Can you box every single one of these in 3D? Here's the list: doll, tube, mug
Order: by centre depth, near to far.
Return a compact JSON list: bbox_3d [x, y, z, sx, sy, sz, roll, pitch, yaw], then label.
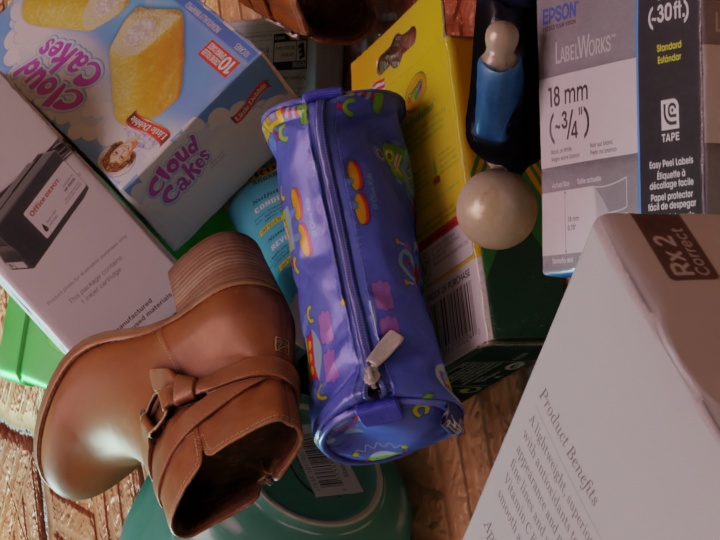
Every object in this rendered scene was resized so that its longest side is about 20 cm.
[{"bbox_3d":[0.077,-0.107,1.265,0.136,0.048,0.200,44,-131,-70],"label":"doll"},{"bbox_3d":[-0.061,0.135,1.460,0.114,0.185,0.152,-60,1,42],"label":"mug"},{"bbox_3d":[-0.039,-0.026,1.477,0.200,0.077,0.050,-116,8,-56],"label":"tube"}]

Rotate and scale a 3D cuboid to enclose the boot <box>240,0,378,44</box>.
[{"bbox_3d":[-0.087,-0.195,1.476,0.155,0.200,0.074,43,112,32],"label":"boot"}]

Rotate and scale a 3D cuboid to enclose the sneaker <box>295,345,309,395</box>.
[{"bbox_3d":[-0.046,0.073,1.557,0.091,0.076,0.200,46,148,23],"label":"sneaker"}]

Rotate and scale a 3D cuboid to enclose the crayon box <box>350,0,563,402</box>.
[{"bbox_3d":[0.049,-0.040,1.377,0.127,0.051,0.200,145,122,-61],"label":"crayon box"}]

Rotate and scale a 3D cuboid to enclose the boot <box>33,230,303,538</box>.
[{"bbox_3d":[-0.105,0.090,1.365,0.200,0.074,0.155,-52,34,27],"label":"boot"}]

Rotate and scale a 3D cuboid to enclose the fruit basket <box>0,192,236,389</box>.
[{"bbox_3d":[-0.170,-0.029,1.709,0.216,0.155,0.216,12,106,47],"label":"fruit basket"}]

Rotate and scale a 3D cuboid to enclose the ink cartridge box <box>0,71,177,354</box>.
[{"bbox_3d":[-0.183,-0.021,1.521,0.200,0.084,0.145,47,173,8],"label":"ink cartridge box"}]

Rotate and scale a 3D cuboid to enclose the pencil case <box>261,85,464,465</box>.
[{"bbox_3d":[0.000,0.000,1.327,0.087,0.078,0.200,74,-174,-69],"label":"pencil case"}]

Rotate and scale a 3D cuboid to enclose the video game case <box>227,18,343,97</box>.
[{"bbox_3d":[-0.062,-0.070,1.654,0.200,0.022,0.182,-174,85,-64],"label":"video game case"}]

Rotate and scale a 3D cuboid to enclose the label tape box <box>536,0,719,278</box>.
[{"bbox_3d":[0.140,-0.099,1.170,0.144,0.063,0.200,174,96,-64],"label":"label tape box"}]

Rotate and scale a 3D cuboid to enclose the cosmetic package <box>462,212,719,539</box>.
[{"bbox_3d":[0.159,0.104,1.002,0.165,0.165,0.200,-116,35,-43],"label":"cosmetic package"}]

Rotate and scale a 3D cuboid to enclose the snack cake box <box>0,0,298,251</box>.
[{"bbox_3d":[-0.134,-0.114,1.540,0.115,0.067,0.200,-44,46,-5],"label":"snack cake box"}]
